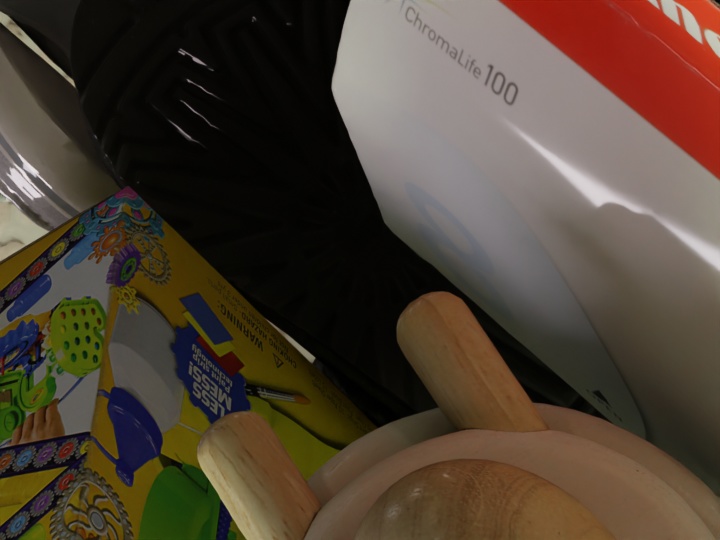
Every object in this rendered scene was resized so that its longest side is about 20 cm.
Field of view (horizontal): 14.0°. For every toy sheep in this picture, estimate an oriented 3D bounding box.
[{"bbox_3d":[0.028,0.092,0.625,0.138,0.138,0.200,43,169,21],"label":"toy sheep"}]

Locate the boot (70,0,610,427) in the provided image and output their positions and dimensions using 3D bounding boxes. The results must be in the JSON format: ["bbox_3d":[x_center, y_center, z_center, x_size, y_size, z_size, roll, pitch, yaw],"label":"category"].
[{"bbox_3d":[-0.001,0.002,0.851,0.211,0.079,0.158,46,171,3],"label":"boot"}]

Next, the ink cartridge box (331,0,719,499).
[{"bbox_3d":[0.055,-0.016,0.605,0.160,0.047,0.200,42,172,25],"label":"ink cartridge box"}]

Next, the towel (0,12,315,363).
[{"bbox_3d":[-0.095,0.011,0.973,0.200,0.191,0.032,46,171,11],"label":"towel"}]

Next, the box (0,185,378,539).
[{"bbox_3d":[-0.049,0.127,0.751,0.200,0.122,0.193,45,-150,-31],"label":"box"}]

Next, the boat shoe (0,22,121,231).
[{"bbox_3d":[-0.129,-0.047,0.892,0.072,0.069,0.200,42,179,-39],"label":"boat shoe"}]

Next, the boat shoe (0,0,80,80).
[{"bbox_3d":[-0.100,-0.115,0.866,0.066,0.070,0.200,41,177,24],"label":"boat shoe"}]
